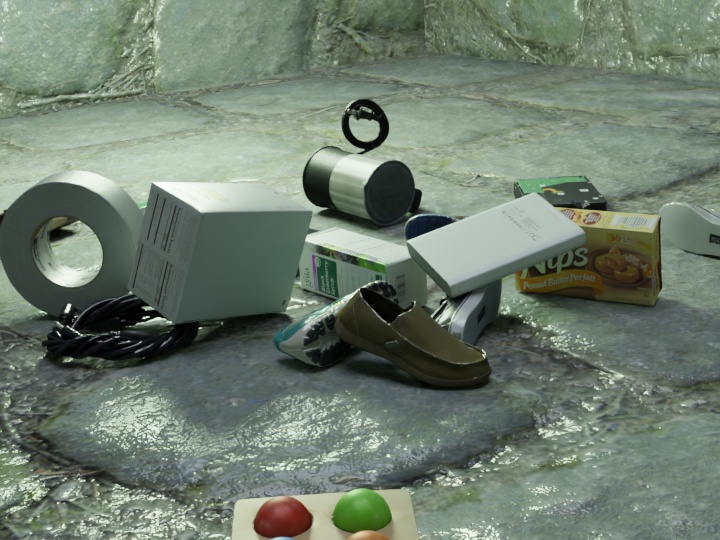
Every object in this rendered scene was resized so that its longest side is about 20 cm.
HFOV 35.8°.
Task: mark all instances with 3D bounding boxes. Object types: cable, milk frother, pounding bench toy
[{"bbox_3d":[-0.311,0.073,1.457,0.199,0.051,0.163,1,17,7],"label":"cable"},{"bbox_3d":[0.018,-0.200,2.014,0.180,0.201,0.188,-12,20,-38],"label":"milk frother"},{"bbox_3d":[0.016,0.232,0.753,0.199,0.157,0.124,-3,18,-3],"label":"pounding bench toy"}]

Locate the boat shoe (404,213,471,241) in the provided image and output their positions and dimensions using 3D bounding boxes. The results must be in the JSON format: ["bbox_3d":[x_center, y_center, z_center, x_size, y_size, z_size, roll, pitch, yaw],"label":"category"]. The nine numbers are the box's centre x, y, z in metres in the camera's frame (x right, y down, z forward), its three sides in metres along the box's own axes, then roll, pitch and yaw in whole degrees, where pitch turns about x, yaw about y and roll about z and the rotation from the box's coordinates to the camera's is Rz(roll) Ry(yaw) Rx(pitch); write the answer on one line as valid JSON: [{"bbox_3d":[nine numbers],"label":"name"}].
[{"bbox_3d":[0.169,-0.050,1.755,0.199,0.073,0.072,11,15,10],"label":"boat shoe"}]

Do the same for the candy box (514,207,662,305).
[{"bbox_3d":[0.314,-0.023,1.548,0.199,0.116,0.055,7,31,26],"label":"candy box"}]

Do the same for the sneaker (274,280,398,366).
[{"bbox_3d":[-0.026,0.062,1.424,0.079,0.078,0.200,3,17,44],"label":"sneaker"}]

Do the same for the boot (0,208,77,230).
[{"bbox_3d":[-0.559,-0.088,1.963,0.146,0.071,0.200,-15,22,-39],"label":"boot"}]

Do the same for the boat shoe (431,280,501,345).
[{"bbox_3d":[0.133,0.050,1.452,0.066,0.070,0.200,6,28,21],"label":"boat shoe"}]

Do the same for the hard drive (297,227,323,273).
[{"bbox_3d":[-0.149,-0.040,1.795,0.199,0.043,0.135,8,21,29],"label":"hard drive"}]

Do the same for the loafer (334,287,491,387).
[{"bbox_3d":[0.063,0.078,1.318,0.199,0.068,0.076,19,25,15],"label":"loafer"}]

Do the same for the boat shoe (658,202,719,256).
[{"bbox_3d":[0.556,-0.061,1.719,0.066,0.072,0.200,-11,20,-37],"label":"boat shoe"}]

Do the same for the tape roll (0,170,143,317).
[{"bbox_3d":[-0.400,-0.035,1.561,0.199,0.201,0.066,-1,20,6],"label":"tape roll"}]

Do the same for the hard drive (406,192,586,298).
[{"bbox_3d":[0.178,-0.037,1.478,0.199,0.026,0.132,-21,35,-14],"label":"hard drive"}]

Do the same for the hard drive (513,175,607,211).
[{"bbox_3d":[0.356,-0.129,2.006,0.139,0.038,0.200,-3,19,0],"label":"hard drive"}]

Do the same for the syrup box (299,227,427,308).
[{"bbox_3d":[0.000,0.000,1.593,0.081,0.079,0.200,-18,24,-39],"label":"syrup box"}]

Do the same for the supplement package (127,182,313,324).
[{"bbox_3d":[-0.186,-0.028,1.491,0.111,0.156,0.200,30,22,36],"label":"supplement package"}]

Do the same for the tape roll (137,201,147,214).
[{"bbox_3d":[-0.325,-0.081,1.938,0.199,0.048,0.201,-2,17,1],"label":"tape roll"}]
